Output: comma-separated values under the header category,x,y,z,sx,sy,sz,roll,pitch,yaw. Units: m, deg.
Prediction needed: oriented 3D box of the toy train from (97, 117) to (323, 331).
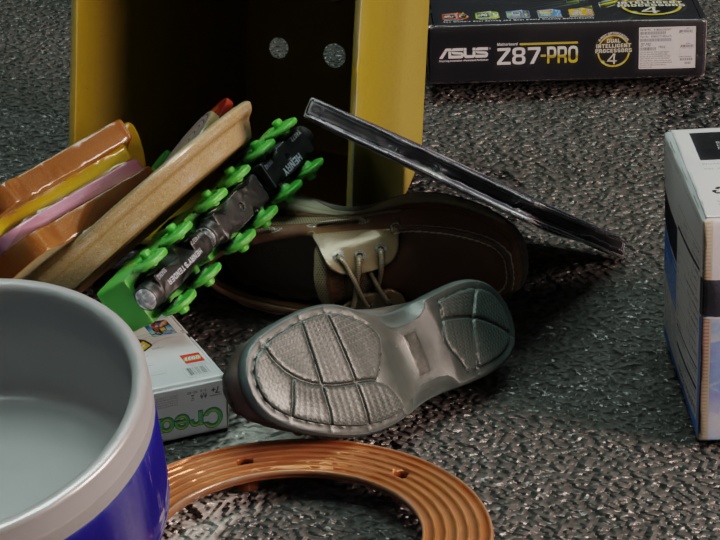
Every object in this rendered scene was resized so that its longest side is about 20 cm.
category,x,y,z,sx,sy,sz,roll,pitch,yaw
toy train,-0.084,-0.027,1.522,0.056,0.042,0.200,-25,15,37

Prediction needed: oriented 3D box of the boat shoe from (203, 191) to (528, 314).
category,x,y,z,sx,sy,sz,roll,pitch,yaw
boat shoe,0.000,0.000,1.547,0.199,0.076,0.072,0,25,28

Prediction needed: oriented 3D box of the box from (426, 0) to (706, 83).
category,x,y,z,sx,sy,sz,roll,pitch,yaw
box,0.144,-0.183,1.957,0.199,0.049,0.161,-2,21,0

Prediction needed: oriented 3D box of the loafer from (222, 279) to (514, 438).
category,x,y,z,sx,sy,sz,roll,pitch,yaw
loafer,-0.002,0.053,1.428,0.200,0.072,0.063,-12,-7,-44

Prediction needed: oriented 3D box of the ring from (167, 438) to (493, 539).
category,x,y,z,sx,sy,sz,roll,pitch,yaw
ring,-0.035,0.134,1.299,0.199,0.019,0.201,-2,24,1

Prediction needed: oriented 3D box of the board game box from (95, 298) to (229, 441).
category,x,y,z,sx,sy,sz,roll,pitch,yaw
board game box,-0.185,0.065,1.447,0.199,0.035,0.126,-11,26,-21

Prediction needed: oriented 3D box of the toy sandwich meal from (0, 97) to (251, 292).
category,x,y,z,sx,sy,sz,roll,pitch,yaw
toy sandwich meal,-0.151,-0.046,1.549,0.205,0.070,0.205,-41,2,1

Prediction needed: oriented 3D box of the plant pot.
category,x,y,z,sx,sy,sz,roll,pitch,yaw
plant pot,-0.053,-0.124,1.696,0.199,0.201,0.176,10,16,25

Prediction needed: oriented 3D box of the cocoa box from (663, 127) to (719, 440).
category,x,y,z,sx,sy,sz,roll,pitch,yaw
cocoa box,0.268,0.003,1.435,0.199,0.132,0.133,-2,24,-1

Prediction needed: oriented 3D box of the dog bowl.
category,x,y,z,sx,sy,sz,roll,pitch,yaw
dog bowl,-0.192,0.094,1.272,0.199,0.079,0.200,-6,37,4

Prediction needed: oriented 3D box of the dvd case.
category,x,y,z,sx,sy,sz,roll,pitch,yaw
dvd case,0.065,-0.051,1.565,0.148,0.016,0.200,26,3,21
